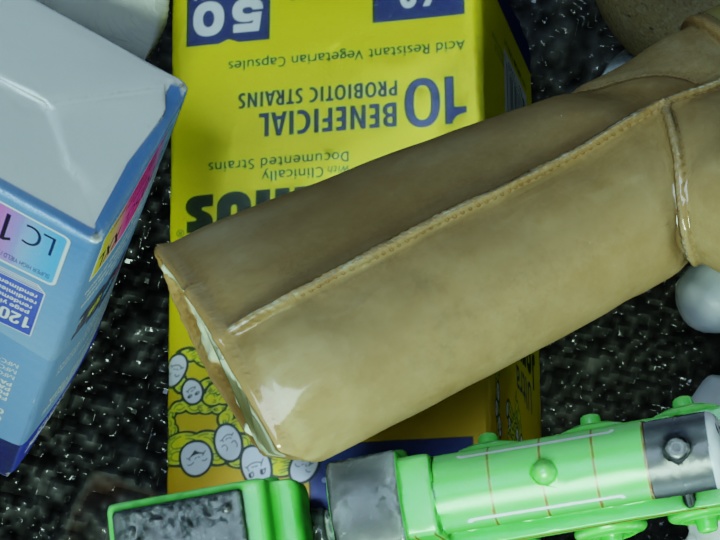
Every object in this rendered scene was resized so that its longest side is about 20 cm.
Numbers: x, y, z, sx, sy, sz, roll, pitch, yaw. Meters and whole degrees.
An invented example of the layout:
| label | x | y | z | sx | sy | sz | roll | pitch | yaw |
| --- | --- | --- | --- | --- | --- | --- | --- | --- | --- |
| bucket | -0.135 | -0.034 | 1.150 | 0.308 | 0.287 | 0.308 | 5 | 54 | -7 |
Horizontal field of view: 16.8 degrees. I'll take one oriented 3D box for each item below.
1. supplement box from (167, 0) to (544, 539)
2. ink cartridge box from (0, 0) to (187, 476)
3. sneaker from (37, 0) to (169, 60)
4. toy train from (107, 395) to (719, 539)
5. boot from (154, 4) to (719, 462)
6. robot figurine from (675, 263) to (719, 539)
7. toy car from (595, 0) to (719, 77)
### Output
| label | x | y | z | sx | sy | sz | roll | pitch | yaw |
| --- | --- | --- | --- | --- | --- | --- | --- | --- | --- |
| supplement box | 0.000 | 0.000 | 0.832 | 0.108 | 0.110 | 0.201 | -5 | 73 | 12 |
| ink cartridge box | -0.150 | -0.015 | 0.835 | 0.136 | 0.200 | 0.076 | 29 | 57 | 0 |
| sneaker | -0.140 | -0.096 | 0.879 | 0.200 | 0.075 | 0.089 | -22 | 50 | 44 |
| toy train | 0.020 | 0.069 | 0.720 | 0.199 | 0.056 | 0.042 | -12 | 75 | 10 |
| boot | 0.061 | 0.008 | 0.706 | 0.199 | 0.066 | 0.175 | -24 | 35 | -11 |
| robot figurine | 0.180 | 0.042 | 0.773 | 0.170 | 0.113 | 0.200 | 43 | 88 | 3 |
| toy car | 0.118 | -0.121 | 0.828 | 0.164 | 0.158 | 0.201 | 0 | 86 | 24 |
